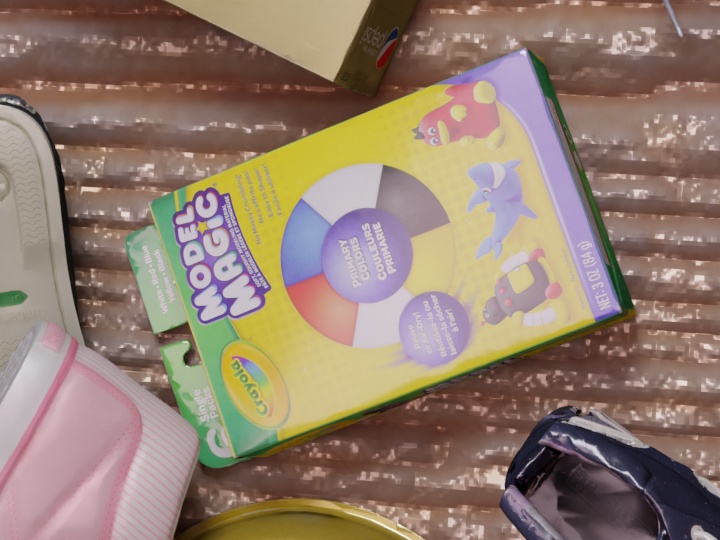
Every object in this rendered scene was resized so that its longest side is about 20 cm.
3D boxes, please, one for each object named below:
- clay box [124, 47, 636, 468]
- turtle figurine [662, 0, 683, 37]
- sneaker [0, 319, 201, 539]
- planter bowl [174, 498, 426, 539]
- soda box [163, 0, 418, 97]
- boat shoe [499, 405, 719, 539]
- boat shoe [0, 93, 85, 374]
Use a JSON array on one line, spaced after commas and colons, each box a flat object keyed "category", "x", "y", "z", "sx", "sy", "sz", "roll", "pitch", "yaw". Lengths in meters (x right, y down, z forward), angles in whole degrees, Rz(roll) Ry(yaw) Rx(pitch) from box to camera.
[{"category": "clay box", "x": 0.000, "y": 0.000, "z": 0.934, "sx": 0.199, "sy": 0.048, "sz": 0.116, "roll": -22, "pitch": 82, "yaw": 12}, {"category": "turtle figurine", "x": 0.150, "y": -0.202, "z": 0.880, "sx": 0.149, "sy": 0.101, "sz": 0.201, "roll": -10, "pitch": 80, "yaw": 14}, {"category": "sneaker", "x": -0.138, "y": 0.127, "z": 0.932, "sx": 0.104, "sy": 0.075, "sz": 0.201, "roll": 30, "pitch": 101, "yaw": -16}, {"category": "planter bowl", "x": -0.035, "y": 0.196, "z": 0.918, "sx": 0.199, "sy": 0.083, "sz": 0.202, "roll": 0, "pitch": 88, "yaw": 14}, {"category": "soda box", "x": -0.074, "y": -0.144, "z": 0.947, "sx": 0.199, "sy": 0.068, "sz": 0.064, "roll": 26, "pitch": 95, "yaw": 14}, {"category": "boat shoe", "x": 0.135, "y": 0.127, "z": 0.870, "sx": 0.199, "sy": 0.093, "sz": 0.075, "roll": 34, "pitch": 97, "yaw": 13}, {"category": "boat shoe", "x": -0.152, "y": 0.025, "z": 0.970, "sx": 0.071, "sy": 0.068, "sz": 0.201, "roll": -1, "pitch": 102, "yaw": -9}]
